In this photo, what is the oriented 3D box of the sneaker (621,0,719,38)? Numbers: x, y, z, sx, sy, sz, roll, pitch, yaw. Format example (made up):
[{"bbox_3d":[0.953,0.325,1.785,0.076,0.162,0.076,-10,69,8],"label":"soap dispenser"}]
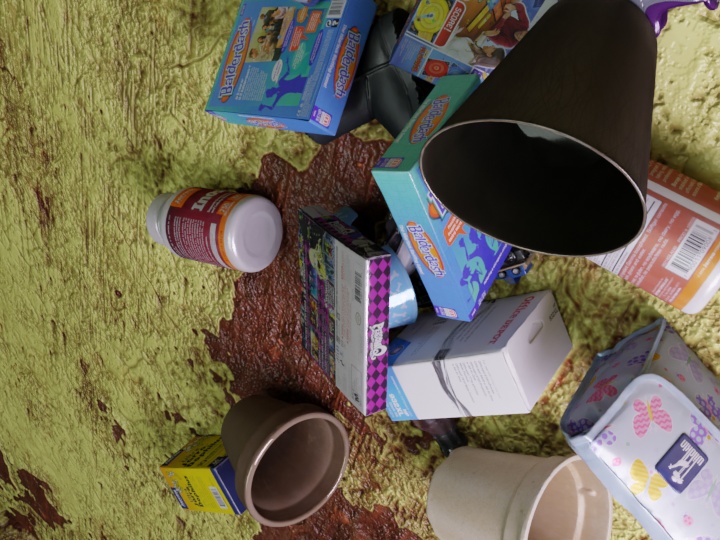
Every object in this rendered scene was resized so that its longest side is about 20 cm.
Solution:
[{"bbox_3d":[0.288,-0.268,0.545,0.088,0.074,0.200,44,146,-6],"label":"sneaker"}]

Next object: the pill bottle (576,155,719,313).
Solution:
[{"bbox_3d":[0.258,-0.054,0.655,0.200,0.112,0.112,33,131,19],"label":"pill bottle"}]

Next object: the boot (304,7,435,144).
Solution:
[{"bbox_3d":[0.014,-0.179,0.793,0.168,0.076,0.200,-18,97,39],"label":"boot"}]

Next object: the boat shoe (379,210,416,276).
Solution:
[{"bbox_3d":[0.059,-0.053,0.835,0.066,0.070,0.200,48,151,14],"label":"boat shoe"}]

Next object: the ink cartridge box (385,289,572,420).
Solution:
[{"bbox_3d":[0.131,0.105,0.823,0.200,0.145,0.084,-15,106,42],"label":"ink cartridge box"}]

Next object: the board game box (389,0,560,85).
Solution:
[{"bbox_3d":[0.130,-0.258,0.647,0.135,0.034,0.200,23,133,-11],"label":"board game box"}]

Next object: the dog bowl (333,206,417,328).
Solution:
[{"bbox_3d":[0.000,0.000,0.869,0.200,0.050,0.112,48,155,44],"label":"dog bowl"}]

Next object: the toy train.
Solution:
[{"bbox_3d":[0.133,0.011,0.845,0.200,0.034,0.046,-22,104,44],"label":"toy train"}]

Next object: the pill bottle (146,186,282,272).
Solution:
[{"bbox_3d":[-0.225,-0.066,1.023,0.200,0.113,0.113,11,121,33],"label":"pill bottle"}]

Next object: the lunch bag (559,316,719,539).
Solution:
[{"bbox_3d":[0.307,0.172,0.688,0.170,0.200,0.127,49,135,4],"label":"lunch bag"}]

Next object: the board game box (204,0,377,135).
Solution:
[{"bbox_3d":[-0.086,-0.240,0.782,0.200,0.045,0.152,18,89,42],"label":"board game box"}]

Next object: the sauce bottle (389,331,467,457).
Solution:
[{"bbox_3d":[0.087,0.177,0.950,0.066,0.066,0.200,-16,118,42],"label":"sauce bottle"}]

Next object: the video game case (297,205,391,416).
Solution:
[{"bbox_3d":[-0.024,0.043,0.817,0.181,0.036,0.200,37,133,53],"label":"video game case"}]

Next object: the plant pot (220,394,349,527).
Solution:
[{"bbox_3d":[-0.146,0.297,1.144,0.175,0.200,0.201,23,129,48],"label":"plant pot"}]

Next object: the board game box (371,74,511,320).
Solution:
[{"bbox_3d":[0.099,-0.071,0.694,0.045,0.152,0.200,8,141,38],"label":"board game box"}]

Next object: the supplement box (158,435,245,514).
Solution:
[{"bbox_3d":[-0.285,0.402,1.349,0.200,0.109,0.110,-15,106,42],"label":"supplement box"}]

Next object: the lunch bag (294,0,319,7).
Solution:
[{"bbox_3d":[-0.066,-0.383,0.697,0.160,0.075,0.200,-48,57,42],"label":"lunch bag"}]

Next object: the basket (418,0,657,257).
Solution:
[{"bbox_3d":[0.171,-0.133,0.578,0.180,0.200,0.136,18,147,19],"label":"basket"}]

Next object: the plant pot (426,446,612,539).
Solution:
[{"bbox_3d":[0.194,0.317,0.886,0.183,0.200,0.201,4,118,48],"label":"plant pot"}]
